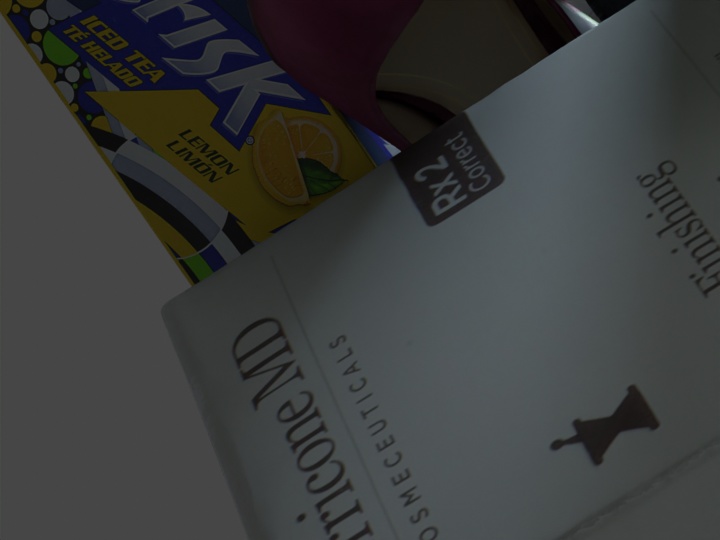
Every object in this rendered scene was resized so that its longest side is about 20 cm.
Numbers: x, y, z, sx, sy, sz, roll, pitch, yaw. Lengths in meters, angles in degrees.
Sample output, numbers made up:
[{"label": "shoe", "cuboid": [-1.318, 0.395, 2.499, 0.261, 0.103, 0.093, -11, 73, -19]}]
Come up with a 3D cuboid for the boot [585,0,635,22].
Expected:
[{"label": "boot", "cuboid": [0.071, -0.092, 0.715, 0.201, 0.072, 0.182, 60, 16, -4]}]

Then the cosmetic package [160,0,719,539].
[{"label": "cosmetic package", "cuboid": [0.088, 0.051, 0.639, 0.165, 0.200, 0.165, 56, 3, -33]}]

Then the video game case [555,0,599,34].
[{"label": "video game case", "cuboid": [0.085, -0.051, 0.908, 0.200, 0.022, 0.182, 40, 2, -42]}]

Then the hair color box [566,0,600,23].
[{"label": "hair color box", "cuboid": [0.104, -0.122, 0.948, 0.065, 0.109, 0.200, 40, 2, -27]}]

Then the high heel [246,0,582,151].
[{"label": "high heel", "cuboid": [0.045, -0.042, 0.689, 0.096, 0.068, 0.200, 36, 0, 35]}]

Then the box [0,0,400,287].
[{"label": "box", "cuboid": [-0.037, -0.051, 0.747, 0.200, 0.064, 0.070, 56, 16, -3]}]
